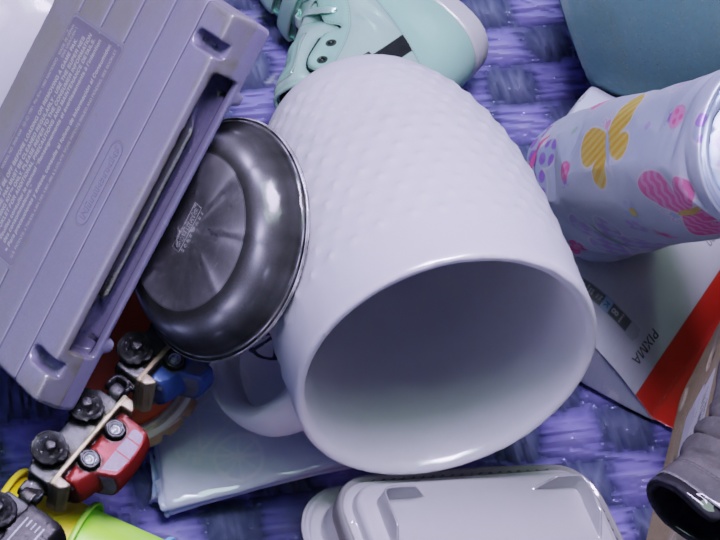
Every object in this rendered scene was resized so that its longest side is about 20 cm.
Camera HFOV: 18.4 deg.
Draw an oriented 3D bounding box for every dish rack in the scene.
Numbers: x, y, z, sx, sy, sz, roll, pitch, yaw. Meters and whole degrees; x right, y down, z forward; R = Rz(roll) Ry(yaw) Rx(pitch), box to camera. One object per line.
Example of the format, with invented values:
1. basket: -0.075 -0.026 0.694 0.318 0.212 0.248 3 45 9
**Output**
1. dish rack: 0.076 0.170 1.043 0.171 0.044 0.201 0 50 -30

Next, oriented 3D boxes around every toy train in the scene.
1. toy train: -0.124 0.083 1.041 0.046 0.034 0.200 33 59 10

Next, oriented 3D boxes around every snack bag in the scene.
1. snack bag: -0.027 0.025 1.160 0.199 0.021 0.189 -14 52 0

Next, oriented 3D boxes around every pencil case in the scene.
1. pencil case: 0.160 -0.050 1.105 0.090 0.200 0.084 20 80 -20

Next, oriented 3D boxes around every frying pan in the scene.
1. frying pan: -0.082 -0.046 1.050 0.031 0.115 0.191 12 45 -47

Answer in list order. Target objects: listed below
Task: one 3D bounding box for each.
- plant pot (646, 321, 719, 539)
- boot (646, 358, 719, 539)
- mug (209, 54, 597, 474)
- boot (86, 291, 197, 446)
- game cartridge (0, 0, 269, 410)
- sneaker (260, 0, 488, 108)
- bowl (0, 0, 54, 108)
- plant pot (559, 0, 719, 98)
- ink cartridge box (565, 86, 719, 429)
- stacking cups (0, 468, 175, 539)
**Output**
1. plant pot: 0.238 0.099 1.034 0.176 0.201 0.200 20 51 1
2. boot: 0.227 0.084 0.899 0.199 0.070 0.132 11 52 24
3. mug: 0.000 0.000 1.084 0.147 0.200 0.176 32 28 -41
4. boot: -0.136 -0.005 1.135 0.075 0.107 0.201 -21 51 7
5. game cartridge: -0.130 -0.051 1.051 0.038 0.201 0.130 21 11 -42
6. sneaker: -0.035 -0.152 1.293 0.200 0.074 0.118 33 48 16
7. bowl: -0.228 -0.123 1.170 0.199 0.075 0.200 -38 42 10
8. plant pot: 0.188 -0.165 1.282 0.134 0.200 0.201 -17 49 15
9. ink cartridge box: 0.170 0.002 1.216 0.199 0.047 0.160 28 53 17
10. stacking cups: -0.084 0.161 1.048 0.199 0.061 0.061 24 52 10
